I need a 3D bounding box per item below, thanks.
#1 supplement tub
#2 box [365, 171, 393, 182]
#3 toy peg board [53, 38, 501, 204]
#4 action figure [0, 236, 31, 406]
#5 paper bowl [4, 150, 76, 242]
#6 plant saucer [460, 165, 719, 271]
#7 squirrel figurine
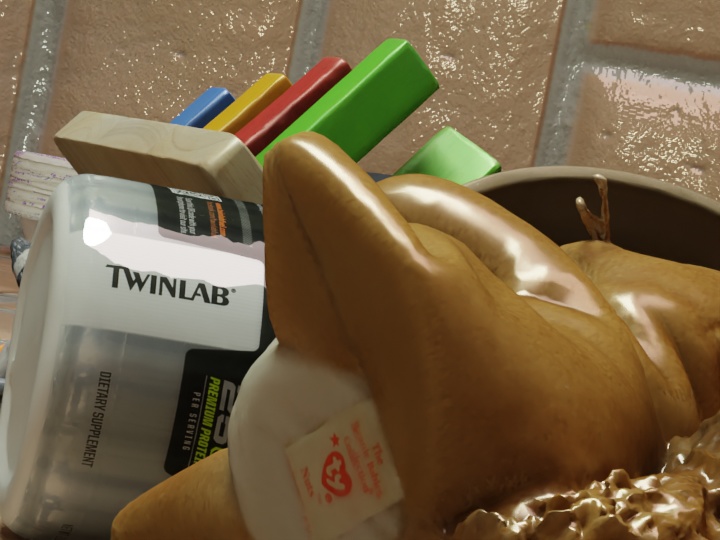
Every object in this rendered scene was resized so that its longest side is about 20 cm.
[{"bbox_3d":[-0.015,0.043,0.970,0.199,0.123,0.123,9,2,-12],"label":"supplement tub"},{"bbox_3d":[0.053,0.037,1.306,0.200,0.049,0.161,44,-9,-17],"label":"box"},{"bbox_3d":[0.000,0.000,1.138,0.200,0.098,0.199,54,-14,-17],"label":"toy peg board"},{"bbox_3d":[-0.126,0.030,1.156,0.199,0.105,0.193,11,-8,-27],"label":"action figure"},{"bbox_3d":[-0.258,-0.052,2.921,0.199,0.105,0.201,10,1,0],"label":"paper bowl"},{"bbox_3d":[0.084,0.053,0.898,0.199,0.201,0.030,10,-40,-12],"label":"plant saucer"},{"bbox_3d":[0.069,0.054,0.785,0.186,0.142,0.200,-5,31,-46],"label":"squirrel figurine"}]
